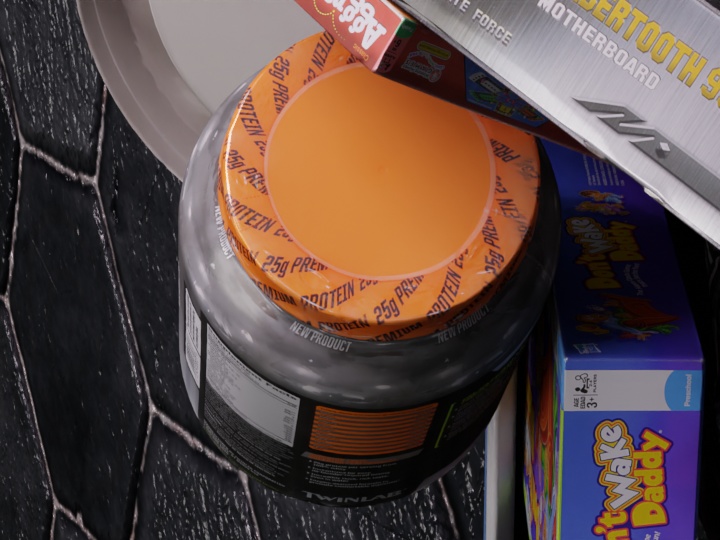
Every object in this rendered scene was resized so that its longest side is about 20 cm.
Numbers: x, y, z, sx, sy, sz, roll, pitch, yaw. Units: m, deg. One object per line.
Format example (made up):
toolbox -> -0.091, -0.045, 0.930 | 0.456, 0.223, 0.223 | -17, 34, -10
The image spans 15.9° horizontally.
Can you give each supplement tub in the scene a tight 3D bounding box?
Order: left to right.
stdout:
supplement tub -> 0.000, 0.000, 0.852 | 0.200, 0.122, 0.123 | 104, 150, -71

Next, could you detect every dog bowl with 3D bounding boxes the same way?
dog bowl -> -0.010, -0.109, 0.965 | 0.199, 0.059, 0.201 | 14, 122, 23

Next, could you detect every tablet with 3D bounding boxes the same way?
tablet -> 0.056, 0.059, 1.035 | 0.130, 0.014, 0.201 | -81, -9, -71

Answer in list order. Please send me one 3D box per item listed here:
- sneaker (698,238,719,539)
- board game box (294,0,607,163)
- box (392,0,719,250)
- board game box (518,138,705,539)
sneaker -> 0.139, 0.036, 0.829 | 0.081, 0.074, 0.201 | 148, 111, -66
board game box -> 0.049, -0.063, 0.755 | 0.103, 0.200, 0.019 | 45, 109, 43
box -> 0.112, -0.039, 0.679 | 0.200, 0.158, 0.048 | 41, 108, 25
board game box -> 0.084, 0.049, 0.896 | 0.200, 0.045, 0.135 | -89, -1, -67
